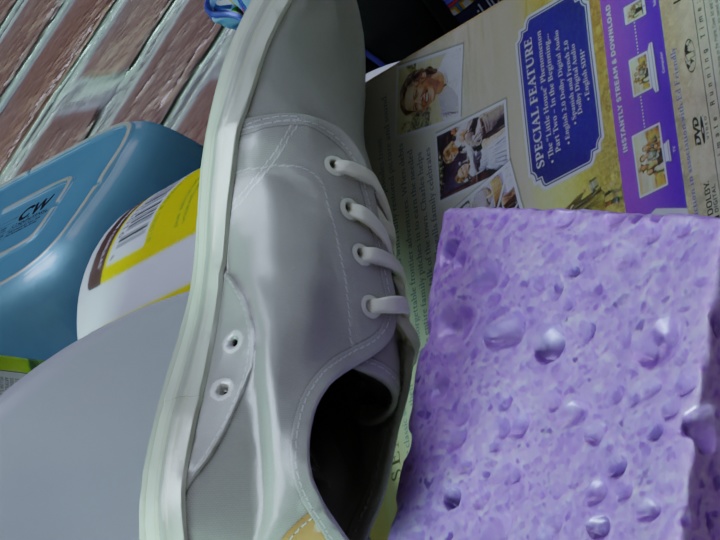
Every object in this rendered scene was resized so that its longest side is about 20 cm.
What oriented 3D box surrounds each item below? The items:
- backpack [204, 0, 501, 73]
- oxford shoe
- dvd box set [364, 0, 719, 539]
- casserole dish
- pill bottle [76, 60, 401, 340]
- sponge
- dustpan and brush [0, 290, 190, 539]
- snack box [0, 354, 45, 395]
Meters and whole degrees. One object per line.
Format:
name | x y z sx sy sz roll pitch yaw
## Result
backpack | 0.015 -0.141 1.012 0.183 0.200 0.134 -59 22 -13
oxford shoe | -0.012 0.004 0.764 0.057 0.075 0.201 -5 54 19
dvd box set | 0.048 -0.001 0.774 0.200 0.029 0.147 -29 58 44
casserole dish | -0.132 0.003 1.107 0.199 0.039 0.121 -23 28 42
pill bottle | 0.000 0.000 0.949 0.200 0.109 0.110 -25 34 51
sponge | 0.046 0.085 0.700 0.111 0.030 0.201 2 82 54
dustpan and brush | -0.098 0.085 0.810 0.199 0.057 0.140 -10 59 0
snack box | -0.145 0.084 1.076 0.200 0.142 0.053 -27 61 49
